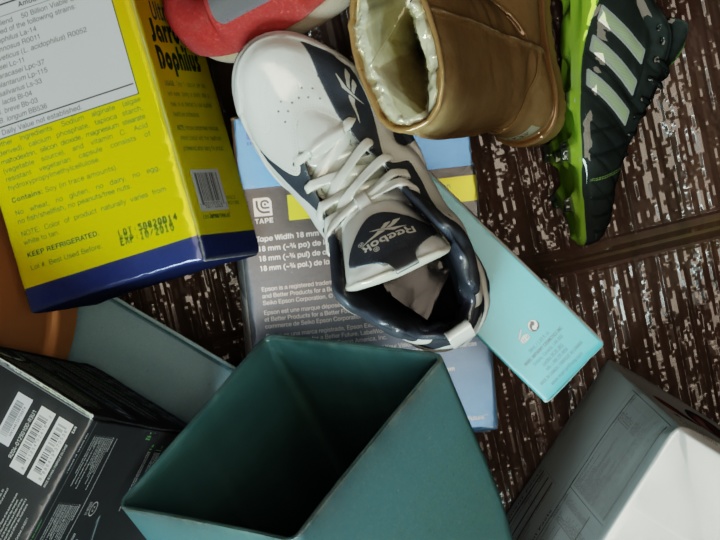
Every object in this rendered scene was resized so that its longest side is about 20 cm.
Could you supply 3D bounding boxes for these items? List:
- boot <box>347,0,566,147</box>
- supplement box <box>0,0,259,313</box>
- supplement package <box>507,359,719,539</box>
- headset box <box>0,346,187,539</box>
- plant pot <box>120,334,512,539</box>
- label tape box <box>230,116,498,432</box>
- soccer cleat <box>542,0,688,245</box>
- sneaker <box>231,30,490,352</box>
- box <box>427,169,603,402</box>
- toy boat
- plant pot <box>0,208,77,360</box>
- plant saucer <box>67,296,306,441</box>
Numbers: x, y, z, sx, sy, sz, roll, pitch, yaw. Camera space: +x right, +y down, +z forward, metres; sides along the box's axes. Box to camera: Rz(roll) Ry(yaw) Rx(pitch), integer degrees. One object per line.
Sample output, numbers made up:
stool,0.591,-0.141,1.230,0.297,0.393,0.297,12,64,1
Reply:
boot,0.049,-0.153,1.485,0.066,0.200,0.176,-23,78,22
supplement box,-0.146,-0.088,1.508,0.108,0.109,0.201,-16,89,14
supplement package,0.201,0.176,1.572,0.191,0.200,0.148,32,94,-11
headset box,-0.188,0.139,1.484,0.092,0.200,0.175,29,93,16
plant pot,-0.001,0.161,1.480,0.141,0.141,0.201,-49,124,-30
label tape box,0.000,0.000,1.591,0.143,0.063,0.201,-6,98,-5
soccer cleat,0.153,-0.114,1.590,0.080,0.068,0.201,1,97,-9
sneaker,0.004,-0.037,1.406,0.079,0.130,0.200,-29,100,0
box,0.047,-0.015,1.520,0.200,0.082,0.049,44,93,-9
toy boat,-0.075,-0.223,1.478,0.130,0.201,0.131,-27,140,25
plant pot,-0.268,0.023,1.512,0.199,0.140,0.201,0,97,3
plant saucer,-0.128,0.061,1.574,0.199,0.019,0.070,30,102,11
